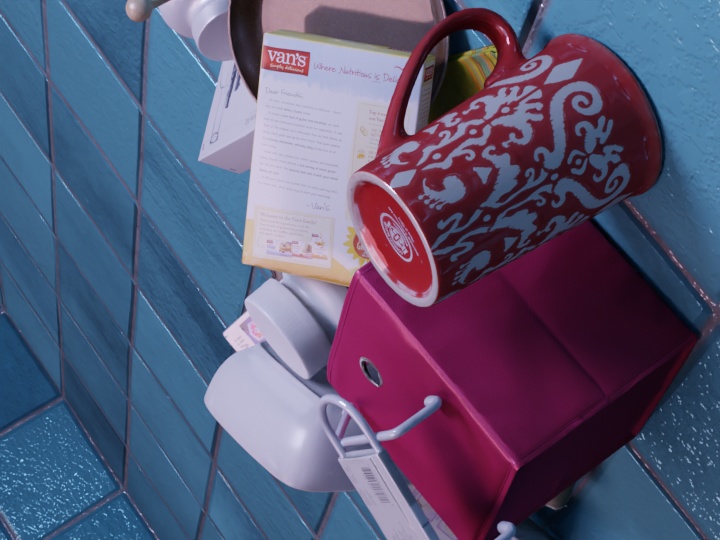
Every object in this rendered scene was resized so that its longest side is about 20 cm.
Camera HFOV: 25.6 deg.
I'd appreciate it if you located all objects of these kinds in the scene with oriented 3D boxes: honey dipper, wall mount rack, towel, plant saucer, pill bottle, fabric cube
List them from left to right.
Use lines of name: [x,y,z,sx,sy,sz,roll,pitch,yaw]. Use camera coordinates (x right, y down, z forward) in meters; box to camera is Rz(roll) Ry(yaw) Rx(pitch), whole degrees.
pill bottle: [-0.145,-0.288,1.445,0.111,0.110,0.201,98,154,-57]
honey dipper: [-0.115,-0.264,1.355,0.038,0.199,0.038,45,153,31]
plant saucer: [-0.016,-0.201,1.326,0.199,0.032,0.202,8,111,20]
pill bottle: [0.000,0.000,1.422,0.110,0.200,0.110,47,166,15]
wall mount rack: [0.034,0.168,1.236,0.201,0.074,0.174,60,153,-7]
towel: [0.088,-0.138,1.322,0.200,0.018,0.086,1,119,65]
fabric cube: [0.115,0.074,1.288,0.200,0.199,0.197,50,155,19]

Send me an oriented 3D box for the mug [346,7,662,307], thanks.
mug: [0.087,-0.080,1.154,0.177,0.199,0.134,44,154,32]

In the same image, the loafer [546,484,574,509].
loafer: [0.138,0.186,1.522,0.200,0.075,0.070,5,89,64]

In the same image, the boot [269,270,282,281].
boot: [-0.040,0.055,1.793,0.146,0.070,0.201,32,145,60]

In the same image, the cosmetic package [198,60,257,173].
cosmetic package: [-0.086,-0.181,1.481,0.200,0.051,0.152,165,117,-67]

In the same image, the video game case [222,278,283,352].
video game case: [-0.045,0.069,1.709,0.143,0.018,0.200,49,127,-1]

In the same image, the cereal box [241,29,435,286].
cereal box: [-0.020,-0.091,1.319,0.143,0.040,0.201,13,107,18]

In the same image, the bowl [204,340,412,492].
bowl: [-0.023,0.124,1.477,0.200,0.199,0.075,38,119,48]

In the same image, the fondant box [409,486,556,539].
fondant box: [0.098,0.237,1.584,0.200,0.058,0.144,38,-174,17]
